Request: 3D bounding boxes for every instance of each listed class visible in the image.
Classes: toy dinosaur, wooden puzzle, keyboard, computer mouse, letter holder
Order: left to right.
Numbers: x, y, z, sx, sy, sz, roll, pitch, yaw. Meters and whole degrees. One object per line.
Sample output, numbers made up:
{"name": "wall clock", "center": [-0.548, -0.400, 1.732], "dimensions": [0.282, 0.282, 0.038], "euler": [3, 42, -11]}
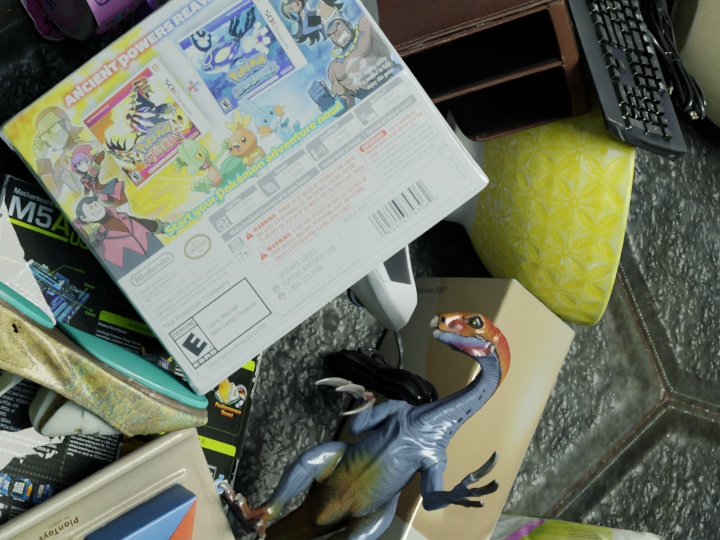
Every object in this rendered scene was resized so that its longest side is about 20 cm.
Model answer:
{"name": "wooden puzzle", "center": [-0.136, 0.210, 1.067], "dimensions": [0.185, 0.046, 0.201], "euler": [-29, 119, -25]}
{"name": "computer mouse", "center": [0.000, 0.000, 1.159], "dimensions": [0.044, 0.110, 0.201], "euler": [-21, 118, -18]}
{"name": "toy dinosaur", "center": [0.007, 0.099, 1.128], "dimensions": [0.181, 0.200, 0.105], "euler": [-38, 95, -18]}
{"name": "letter holder", "center": [0.046, -0.181, 1.194], "dimensions": [0.101, 0.141, 0.201], "euler": [67, 9, -50]}
{"name": "keyboard", "center": [0.165, -0.158, 1.187], "dimensions": [0.127, 0.021, 0.201], "euler": [15, 54, -47]}

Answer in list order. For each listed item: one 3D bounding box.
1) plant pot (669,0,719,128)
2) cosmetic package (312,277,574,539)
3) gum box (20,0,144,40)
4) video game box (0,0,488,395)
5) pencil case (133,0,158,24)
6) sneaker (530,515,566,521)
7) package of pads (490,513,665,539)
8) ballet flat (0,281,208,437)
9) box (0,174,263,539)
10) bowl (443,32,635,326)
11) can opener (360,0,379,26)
{"name": "plant pot", "center": [0.300, -0.177, 1.413], "dimensions": [0.133, 0.200, 0.202], "euler": [12, 80, -3]}
{"name": "cosmetic package", "center": [0.047, 0.106, 1.229], "dimensions": [0.071, 0.105, 0.201], "euler": [39, 64, -34]}
{"name": "gum box", "center": [-0.164, -0.237, 1.075], "dimensions": [0.113, 0.066, 0.201], "euler": [-41, 114, -34]}
{"name": "video game box", "center": [-0.063, -0.064, 1.047], "dimensions": [0.199, 0.047, 0.183], "euler": [-36, 102, 2]}
{"name": "pencil case", "center": [-0.051, -0.110, 1.167], "dimensions": [0.199, 0.084, 0.086], "euler": [7, 58, -41]}
{"name": "sneaker", "center": [0.198, 0.245, 1.350], "dimensions": [0.200, 0.114, 0.076], "euler": [47, 63, -32]}
{"name": "package of pads", "center": [0.134, 0.234, 1.237], "dimensions": [0.068, 0.199, 0.155], "euler": [-34, 110, -33]}
{"name": "ballet flat", "center": [-0.171, 0.051, 1.020], "dimensions": [0.200, 0.070, 0.071], "euler": [33, 69, -33]}
{"name": "box", "center": [-0.152, 0.067, 1.098], "dimensions": [0.199, 0.047, 0.195], "euler": [20, 74, -37]}
{"name": "bowl", "center": [0.109, -0.068, 1.258], "dimensions": [0.107, 0.200, 0.202], "euler": [6, 85, -3]}
{"name": "can opener", "center": [-0.031, -0.077, 1.089], "dimensions": [0.053, 0.067, 0.202], "euler": [3, 95, -38]}
